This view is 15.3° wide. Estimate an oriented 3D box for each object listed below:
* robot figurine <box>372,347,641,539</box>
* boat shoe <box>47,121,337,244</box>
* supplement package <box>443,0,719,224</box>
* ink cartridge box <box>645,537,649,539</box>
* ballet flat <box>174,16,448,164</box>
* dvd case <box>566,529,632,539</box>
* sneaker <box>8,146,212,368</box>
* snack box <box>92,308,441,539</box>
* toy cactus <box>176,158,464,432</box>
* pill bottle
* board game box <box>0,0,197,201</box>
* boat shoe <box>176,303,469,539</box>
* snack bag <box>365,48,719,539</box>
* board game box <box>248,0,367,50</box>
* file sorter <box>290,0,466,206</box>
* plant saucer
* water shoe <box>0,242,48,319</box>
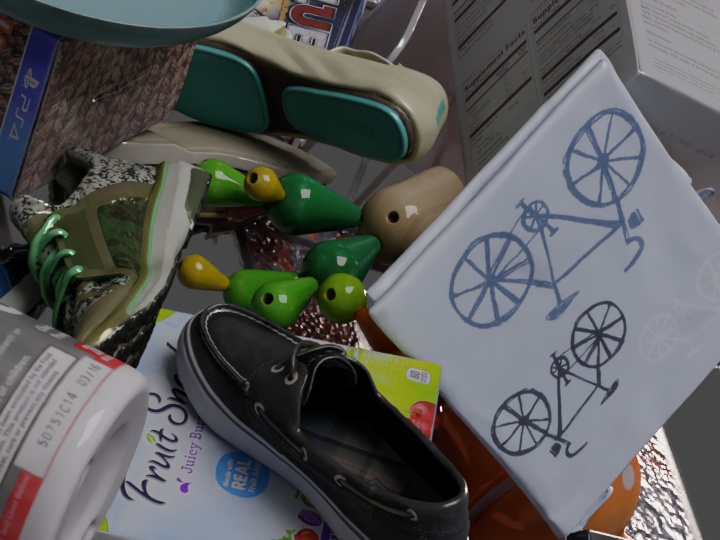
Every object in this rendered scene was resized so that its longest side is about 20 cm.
[{"bbox_3d":[0.085,0.091,1.522,0.201,0.116,0.144,59,12,18],"label":"robot figurine"},{"bbox_3d":[-0.096,-0.049,1.525,0.072,0.060,0.199,29,17,39],"label":"boat shoe"},{"bbox_3d":[0.155,-0.117,1.545,0.151,0.151,0.201,22,44,-30],"label":"supplement package"},{"bbox_3d":[0.125,0.239,1.439,0.110,0.050,0.200,66,30,-14],"label":"ink cartridge box"},{"bbox_3d":[-0.039,-0.109,1.527,0.199,0.070,0.069,19,26,23],"label":"ballet flat"},{"bbox_3d":[0.173,0.223,1.457,0.200,0.017,0.144,20,60,-54],"label":"dvd case"},{"bbox_3d":[-0.137,0.001,1.307,0.088,0.077,0.200,22,29,-4],"label":"sneaker"},{"bbox_3d":[-0.068,0.102,1.317,0.198,0.068,0.169,10,39,0],"label":"snack box"},{"bbox_3d":[0.000,0.000,1.468,0.199,0.103,0.165,33,45,23],"label":"toy cactus"},{"bbox_3d":[-0.204,0.054,1.179,0.199,0.114,0.114,26,33,7],"label":"pill bottle"},{"bbox_3d":[-0.205,-0.147,1.418,0.199,0.097,0.159,31,31,16],"label":"board game box"},{"bbox_3d":[-0.017,0.069,1.263,0.070,0.067,0.200,-17,48,-31],"label":"boat shoe"},{"bbox_3d":[0.117,0.016,1.420,0.200,0.189,0.021,49,-13,-30],"label":"snack bag"},{"bbox_3d":[-0.067,-0.166,1.653,0.135,0.035,0.201,15,37,1],"label":"board game box"},{"bbox_3d":[0.070,-0.071,1.658,0.200,0.139,0.125,39,36,-11],"label":"file sorter"},{"bbox_3d":[-0.144,-0.167,1.365,0.199,0.028,0.201,16,31,-10],"label":"plant saucer"},{"bbox_3d":[-0.210,0.016,1.321,0.079,0.072,0.200,44,33,1],"label":"water shoe"}]
